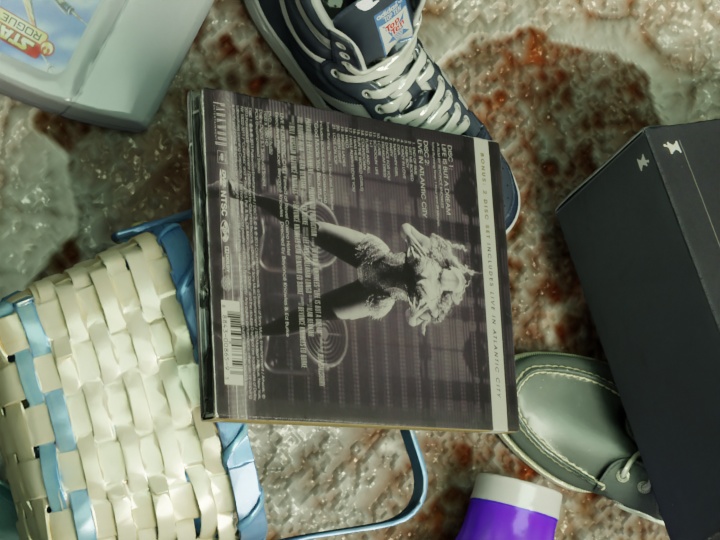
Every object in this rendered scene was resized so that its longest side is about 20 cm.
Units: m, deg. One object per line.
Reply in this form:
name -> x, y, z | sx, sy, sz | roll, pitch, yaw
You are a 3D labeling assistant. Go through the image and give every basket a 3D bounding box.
basket -> -0.076, 0.053, 1.005 | 0.198, 0.139, 0.178 | -12, 87, -13

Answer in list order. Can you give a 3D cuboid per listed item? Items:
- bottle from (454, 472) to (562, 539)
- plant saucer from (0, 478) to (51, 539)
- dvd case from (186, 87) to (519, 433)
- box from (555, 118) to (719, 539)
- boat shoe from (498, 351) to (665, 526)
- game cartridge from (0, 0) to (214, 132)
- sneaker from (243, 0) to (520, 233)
bottle -> 0.060, 0.207, 1.079 | 0.083, 0.065, 0.202 | 18, 79, -16
plant saucer -> -0.181, 0.141, 1.025 | 0.199, 0.019, 0.070 | 35, 75, -14
dvd case -> 0.000, 0.000, 0.996 | 0.199, 0.016, 0.150 | 6, 76, -43
box -> 0.227, 0.024, 1.101 | 0.181, 0.104, 0.202 | -8, 70, -28
boat shoe -> 0.161, 0.099, 1.128 | 0.199, 0.062, 0.073 | 29, 78, -14
game cartridge -> -0.171, -0.160, 1.050 | 0.199, 0.041, 0.134 | 29, 72, -15
sneaker -> 0.022, -0.095, 1.072 | 0.070, 0.108, 0.200 | -44, 100, -17
